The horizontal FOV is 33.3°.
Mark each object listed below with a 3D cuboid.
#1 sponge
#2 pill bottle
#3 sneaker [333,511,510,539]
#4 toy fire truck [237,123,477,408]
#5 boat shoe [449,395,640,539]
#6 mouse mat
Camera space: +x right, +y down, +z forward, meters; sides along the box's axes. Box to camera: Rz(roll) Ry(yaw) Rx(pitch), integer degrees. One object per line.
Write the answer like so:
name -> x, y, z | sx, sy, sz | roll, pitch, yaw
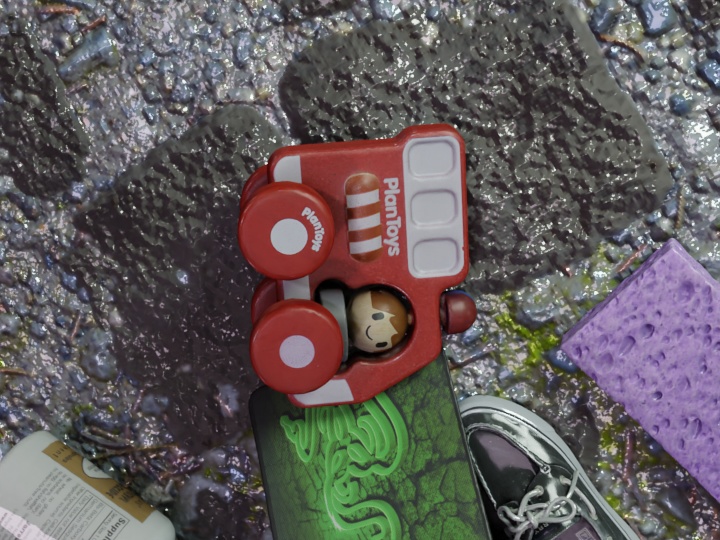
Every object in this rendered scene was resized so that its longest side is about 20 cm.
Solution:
sponge -> 0.253, 0.085, 0.858 | 0.200, 0.030, 0.112 | 44, 111, 0
pill bottle -> -0.215, 0.230, 0.976 | 0.200, 0.114, 0.114 | 35, 110, 4
sneaker -> 0.069, 0.230, 0.917 | 0.200, 0.082, 0.073 | 24, 110, 8
toy fire truck -> 0.000, 0.000, 0.871 | 0.168, 0.112, 0.200 | -5, 105, -3
boat shoe -> 0.137, 0.179, 0.893 | 0.074, 0.068, 0.199 | -38, 92, 20
mouse mat -> 0.006, 0.160, 0.889 | 0.161, 0.008, 0.200 | -17, 66, 9
